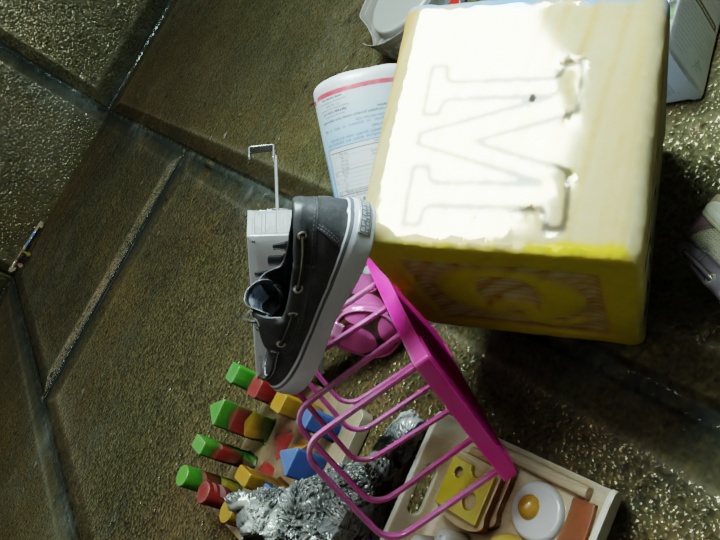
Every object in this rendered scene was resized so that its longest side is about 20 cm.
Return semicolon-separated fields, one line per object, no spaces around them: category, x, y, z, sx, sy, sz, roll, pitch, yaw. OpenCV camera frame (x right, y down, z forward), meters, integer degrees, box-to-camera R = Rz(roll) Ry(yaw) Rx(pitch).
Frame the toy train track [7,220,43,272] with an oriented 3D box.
toy train track;-1.133;-0.076;2.432;0.114;0.032;0.202;-9;52;58

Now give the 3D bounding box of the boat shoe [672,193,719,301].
boat shoe;0.277;0.032;0.474;0.065;0.071;0.201;-53;36;32

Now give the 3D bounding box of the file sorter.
file sorter;0.018;0.102;0.616;0.125;0.139;0.200;-35;26;6

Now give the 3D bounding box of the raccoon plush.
raccoon plush;-0.036;0.212;0.708;0.133;0.097;0.200;19;51;35

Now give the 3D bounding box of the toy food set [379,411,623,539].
toy food set;0.100;0.208;0.572;0.199;0.060;0.145;14;76;55

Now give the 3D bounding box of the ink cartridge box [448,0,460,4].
ink cartridge box;0.075;-0.205;0.837;0.201;0.043;0.175;111;160;-56

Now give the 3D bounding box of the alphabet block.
alphabet block;0.132;-0.071;0.563;0.194;0.195;0.202;4;70;25

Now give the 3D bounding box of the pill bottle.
pill bottle;0.022;-0.102;0.746;0.108;0.108;0.203;-7;96;50

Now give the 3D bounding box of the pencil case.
pencil case;0.000;0.000;0.833;0.091;0.093;0.202;-54;29;42

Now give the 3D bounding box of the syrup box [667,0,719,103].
syrup box;0.288;-0.261;0.666;0.078;0.081;0.202;1;66;51

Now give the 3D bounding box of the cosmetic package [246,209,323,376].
cosmetic package;-0.079;0.030;0.779;0.051;0.081;0.202;-96;7;-51

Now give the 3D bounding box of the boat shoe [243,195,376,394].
boat shoe;-0.051;0.022;0.516;0.201;0.065;0.071;120;156;-47

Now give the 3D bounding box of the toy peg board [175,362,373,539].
toy peg board;-0.114;0.213;0.816;0.198;0.097;0.202;15;78;56

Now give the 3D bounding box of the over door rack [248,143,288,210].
over door rack;-0.085;-0.050;0.922;0.066;0.148;0.201;-16;57;-7

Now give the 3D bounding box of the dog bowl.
dog bowl;0.082;-0.405;1.065;0.199;0.058;0.202;-32;43;34
